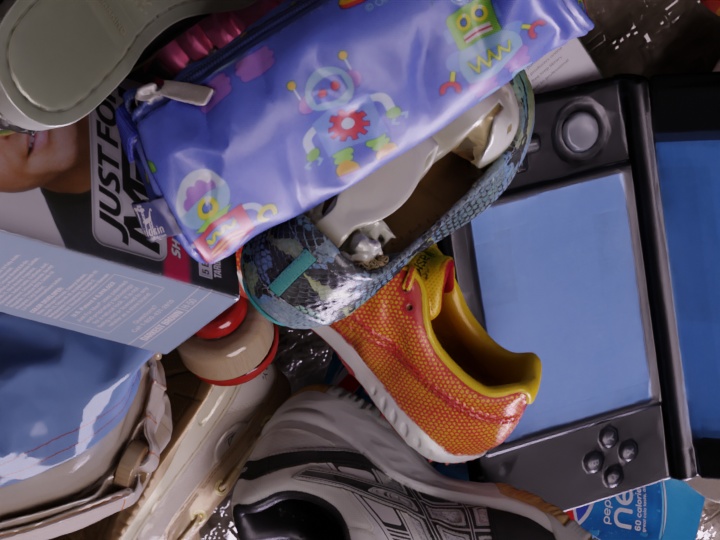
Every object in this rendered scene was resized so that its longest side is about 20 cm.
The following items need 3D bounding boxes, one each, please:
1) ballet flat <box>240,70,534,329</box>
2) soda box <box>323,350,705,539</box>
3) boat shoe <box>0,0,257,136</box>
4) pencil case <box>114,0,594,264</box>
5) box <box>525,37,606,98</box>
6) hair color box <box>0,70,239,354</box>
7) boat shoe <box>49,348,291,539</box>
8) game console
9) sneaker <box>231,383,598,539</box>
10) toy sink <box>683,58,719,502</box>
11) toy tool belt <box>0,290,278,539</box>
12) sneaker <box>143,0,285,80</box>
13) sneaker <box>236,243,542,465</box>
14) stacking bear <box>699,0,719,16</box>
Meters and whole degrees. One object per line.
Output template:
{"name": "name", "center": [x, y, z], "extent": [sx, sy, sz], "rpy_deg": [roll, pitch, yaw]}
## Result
{"name": "ballet flat", "center": [0.027, -0.048, 1.149], "extent": [0.200, 0.074, 0.075], "rpy_deg": [-49, 146, -37]}
{"name": "soda box", "center": [0.074, 0.097, 1.336], "extent": [0.199, 0.065, 0.068], "rpy_deg": [33, 144, -22]}
{"name": "boat shoe", "center": [-0.097, -0.119, 1.084], "extent": [0.201, 0.060, 0.072], "rpy_deg": [-42, 111, -40]}
{"name": "pencil case", "center": [-0.007, -0.082, 1.061], "extent": [0.199, 0.078, 0.087], "rpy_deg": [-32, 137, 3]}
{"name": "box", "center": [0.044, -0.071, 1.271], "extent": [0.144, 0.036, 0.200], "rpy_deg": [-40, 137, 0]}
{"name": "hair color box", "center": [-0.148, -0.042, 1.096], "extent": [0.199, 0.100, 0.061], "rpy_deg": [16, 145, -34]}
{"name": "boat shoe", "center": [-0.103, 0.119, 1.296], "extent": [0.069, 0.074, 0.200], "rpy_deg": [28, 106, -38]}
{"name": "game console", "center": [0.139, 0.016, 1.243], "extent": [0.175, 0.116, 0.202], "rpy_deg": [-14, 104, -23]}
{"name": "sneaker", "center": [0.030, 0.136, 1.240], "extent": [0.088, 0.199, 0.076], "rpy_deg": [-51, 159, -36]}
{"name": "toy sink", "center": [0.211, 0.000, 1.352], "extent": [0.112, 0.130, 0.201], "rpy_deg": [-2, 126, -56]}
{"name": "toy tool belt", "center": [-0.133, 0.042, 1.182], "extent": [0.199, 0.125, 0.123], "rpy_deg": [-31, 144, -10]}
{"name": "sneaker", "center": [-0.005, -0.128, 1.163], "extent": [0.199, 0.096, 0.079], "rpy_deg": [-24, 127, 20]}
{"name": "sneaker", "center": [0.000, 0.000, 1.217], "extent": [0.200, 0.073, 0.077], "rpy_deg": [39, 121, -6]}
{"name": "stacking bear", "center": [0.235, -0.157, 1.279], "extent": [0.198, 0.121, 0.115], "rpy_deg": [4, 87, -24]}
